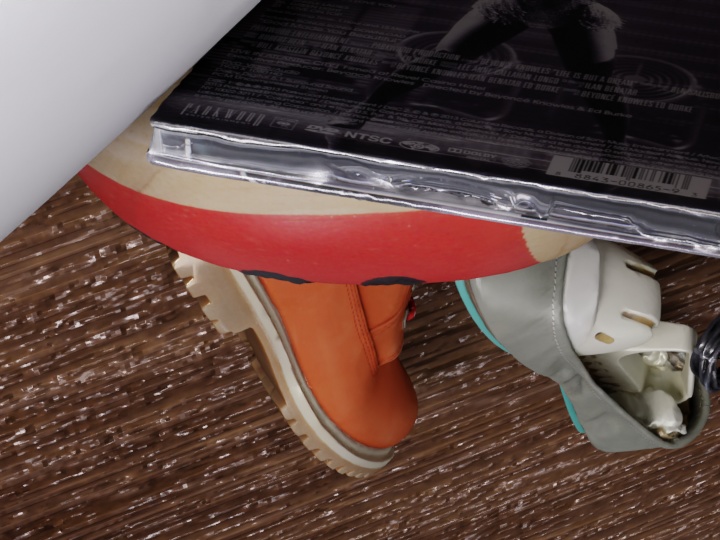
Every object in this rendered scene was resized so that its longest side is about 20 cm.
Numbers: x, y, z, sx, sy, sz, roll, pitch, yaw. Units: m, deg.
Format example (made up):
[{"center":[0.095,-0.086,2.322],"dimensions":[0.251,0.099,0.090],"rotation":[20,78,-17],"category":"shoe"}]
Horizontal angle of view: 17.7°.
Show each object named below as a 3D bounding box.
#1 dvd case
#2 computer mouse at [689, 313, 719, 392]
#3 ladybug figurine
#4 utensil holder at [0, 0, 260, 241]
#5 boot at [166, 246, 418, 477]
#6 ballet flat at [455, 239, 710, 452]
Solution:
[{"center":[0.045,-0.062,0.619],"dimensions":[0.149,0.200,0.016],"rotation":[9,119,12],"category":"dvd case"},{"center":[0.212,0.003,0.945],"dimensions":[0.200,0.034,0.059],"rotation":[-30,146,-28],"category":"computer mouse"},{"center":[-0.001,-0.043,0.689],"dimensions":[0.200,0.136,0.072],"rotation":[4,121,14],"category":"ladybug figurine"},{"center":[-0.133,-0.074,0.560],"dimensions":[0.200,0.170,0.170],"rotation":[-39,143,12],"category":"utensil holder"},{"center":[0.000,0.000,0.823],"dimensions":[0.107,0.075,0.200],"rotation":[-32,144,-2],"category":"boot"},{"center":[0.095,0.018,0.902],"dimensions":[0.064,0.067,0.200],"rotation":[0,157,22],"category":"ballet flat"}]
